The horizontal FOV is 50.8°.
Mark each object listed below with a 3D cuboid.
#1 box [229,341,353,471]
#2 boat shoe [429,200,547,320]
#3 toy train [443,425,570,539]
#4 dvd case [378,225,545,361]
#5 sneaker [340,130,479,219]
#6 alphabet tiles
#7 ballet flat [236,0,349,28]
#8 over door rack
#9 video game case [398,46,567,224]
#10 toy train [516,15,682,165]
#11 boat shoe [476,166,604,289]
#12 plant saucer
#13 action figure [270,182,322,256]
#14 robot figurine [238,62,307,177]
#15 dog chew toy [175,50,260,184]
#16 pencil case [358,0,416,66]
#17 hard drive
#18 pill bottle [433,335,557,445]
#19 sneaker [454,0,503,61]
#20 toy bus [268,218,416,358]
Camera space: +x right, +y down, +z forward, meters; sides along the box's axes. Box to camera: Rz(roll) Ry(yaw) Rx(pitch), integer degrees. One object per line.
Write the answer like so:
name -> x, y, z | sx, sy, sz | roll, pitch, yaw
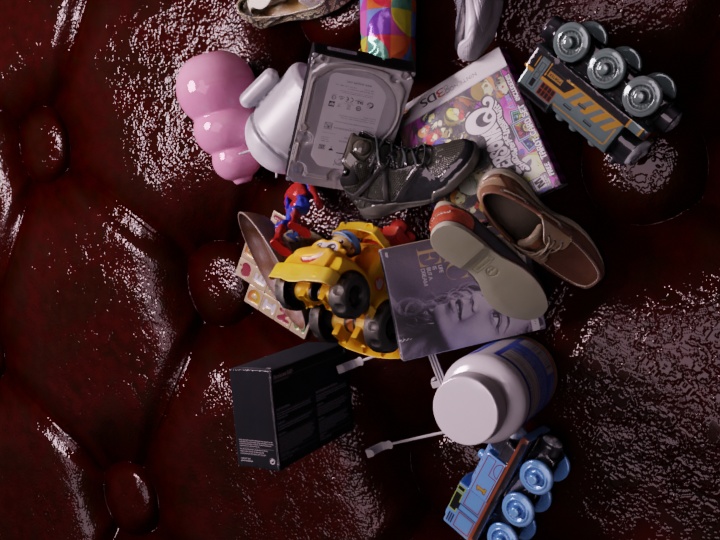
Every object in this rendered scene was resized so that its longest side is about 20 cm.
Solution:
box -> -0.096, 0.192, 1.118 | 0.079, 0.200, 0.142 | 1, 96, 30
boat shoe -> 0.164, -0.011, 0.961 | 0.200, 0.063, 0.071 | 38, 121, -21
toy train -> 0.198, 0.292, 1.028 | 0.114, 0.087, 0.200 | 33, 114, 29
dvd case -> 0.135, 0.025, 0.998 | 0.199, 0.016, 0.149 | -12, 91, -9
sneaker -> 0.052, -0.140, 0.997 | 0.199, 0.114, 0.076 | -15, 47, 36
alphabet tiles -> -0.114, 0.007, 1.216 | 0.200, 0.006, 0.167 | 30, 111, 24
ballet flat -> -0.099, -0.401, 1.114 | 0.200, 0.075, 0.068 | -5, 93, 30
over door rack -> 0.074, 0.174, 1.098 | 0.200, 0.067, 0.148 | -25, 82, 37
video game case -> 0.155, -0.166, 1.020 | 0.181, 0.036, 0.200 | -26, 84, 32
toy train -> 0.285, -0.217, 0.916 | 0.200, 0.085, 0.114 | 45, 128, 16
boat shoe -> 0.222, -0.043, 0.954 | 0.200, 0.072, 0.076 | 39, 124, -1
plant saucer -> -0.121, -0.005, 1.137 | 0.034, 0.200, 0.200 | -30, 78, -14
action figure -> -0.088, -0.089, 1.094 | 0.052, 0.200, 0.065 | 33, 117, -18
robot figurine -> -0.092, -0.221, 1.109 | 0.169, 0.113, 0.200 | 37, 117, -17
dog chew toy -> -0.209, -0.234, 1.180 | 0.124, 0.124, 0.200 | -10, 100, 31
pencil case -> 0.034, -0.357, 1.038 | 0.088, 0.088, 0.201 | 6, 98, 29
hard drive -> -0.018, -0.200, 1.034 | 0.139, 0.038, 0.200 | 8, 131, -13
pill bottle -> 0.169, 0.152, 0.958 | 0.112, 0.200, 0.112 | 5, 99, 30
sneaker -> 0.127, -0.377, 0.988 | 0.114, 0.075, 0.201 | 14, 98, 29
toy bus -> 0.000, 0.000, 1.041 | 0.136, 0.200, 0.192 | 8, 62, 43
